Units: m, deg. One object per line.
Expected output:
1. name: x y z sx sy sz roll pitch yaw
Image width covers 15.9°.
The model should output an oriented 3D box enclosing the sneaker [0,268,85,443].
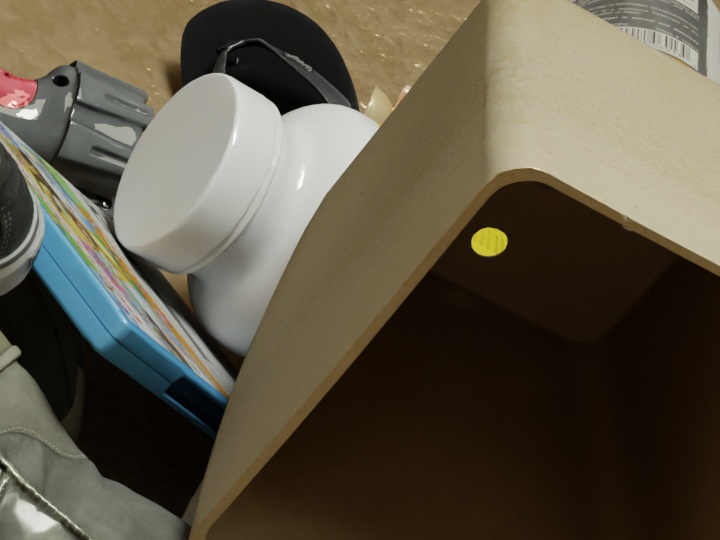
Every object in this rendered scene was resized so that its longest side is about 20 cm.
1. sneaker: -0.172 0.007 0.986 0.079 0.075 0.200 -12 45 -33

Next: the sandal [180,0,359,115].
1. sandal: -0.032 -0.065 1.206 0.200 0.076 0.043 62 -1 40

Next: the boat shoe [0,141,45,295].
1. boat shoe: -0.208 -0.012 0.871 0.200 0.057 0.069 -11 58 -4

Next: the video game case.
1. video game case: -0.093 0.008 0.998 0.143 0.018 0.200 51 2 27

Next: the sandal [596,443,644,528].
1. sandal: 0.114 0.077 1.051 0.050 0.203 0.082 45 0 -41

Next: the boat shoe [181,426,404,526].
1. boat shoe: 0.017 0.140 0.966 0.200 0.072 0.066 43 60 -13

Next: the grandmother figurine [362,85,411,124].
1. grandmother figurine: 0.089 -0.027 1.255 0.200 0.061 0.121 24 0 -2

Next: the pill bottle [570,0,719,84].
1. pill bottle: 0.145 -0.101 1.408 0.116 0.116 0.200 29 28 -9

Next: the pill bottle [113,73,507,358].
1. pill bottle: 0.000 0.000 1.076 0.200 0.112 0.112 31 26 -30

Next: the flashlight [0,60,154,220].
1. flashlight: -0.186 -0.090 1.105 0.200 0.068 0.068 20 29 -22

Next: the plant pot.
1. plant pot: 0.073 0.016 0.923 0.200 0.200 0.177 25 35 -21

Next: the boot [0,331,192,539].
1. boot: -0.102 0.129 0.865 0.200 0.073 0.182 49 50 -5
